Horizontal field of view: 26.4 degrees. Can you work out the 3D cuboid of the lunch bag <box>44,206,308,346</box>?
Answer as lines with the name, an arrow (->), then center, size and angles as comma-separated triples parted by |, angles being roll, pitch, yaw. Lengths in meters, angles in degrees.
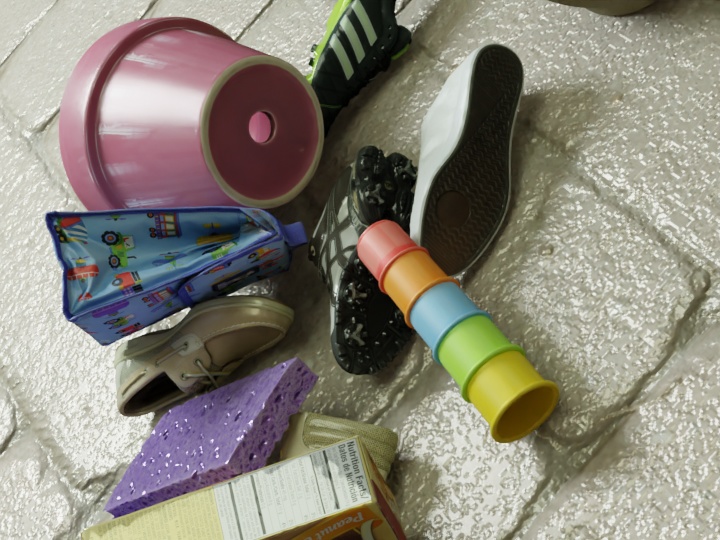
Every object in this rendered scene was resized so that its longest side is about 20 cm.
lunch bag -> -0.143, -0.012, 1.275 | 0.199, 0.151, 0.095 | -13, 79, -1

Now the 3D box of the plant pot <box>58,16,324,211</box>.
plant pot -> -0.135, -0.121, 1.329 | 0.179, 0.200, 0.201 | 8, 66, 51

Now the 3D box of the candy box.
candy box -> -0.075, 0.187, 1.046 | 0.199, 0.116, 0.056 | -20, 58, 3

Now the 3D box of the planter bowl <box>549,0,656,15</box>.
planter bowl -> 0.194, -0.291, 1.239 | 0.200, 0.135, 0.201 | -21, 49, 27

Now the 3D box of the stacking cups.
stacking cups -> 0.067, 0.040, 1.143 | 0.060, 0.060, 0.200 | -44, 53, 6

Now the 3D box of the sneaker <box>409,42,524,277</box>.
sneaker -> 0.080, -0.082, 1.252 | 0.085, 0.073, 0.201 | -20, 49, 65

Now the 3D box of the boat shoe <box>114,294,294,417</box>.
boat shoe -> -0.135, 0.076, 1.304 | 0.199, 0.072, 0.065 | -21, 55, 34

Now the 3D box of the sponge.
sponge -> -0.122, 0.138, 1.213 | 0.200, 0.030, 0.112 | -26, 26, 49

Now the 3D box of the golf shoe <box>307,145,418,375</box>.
golf shoe -> 0.000, 0.000, 1.255 | 0.094, 0.078, 0.201 | -30, 43, 50

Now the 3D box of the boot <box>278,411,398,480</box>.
boot -> -0.070, 0.187, 1.163 | 0.199, 0.073, 0.156 | -5, 59, 29

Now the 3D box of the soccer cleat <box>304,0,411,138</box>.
soccer cleat -> -0.002, -0.195, 1.385 | 0.068, 0.081, 0.201 | -78, 10, -89
